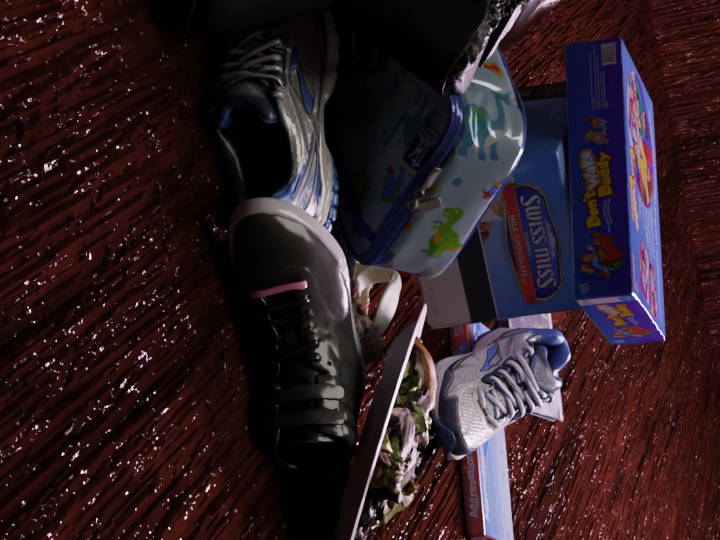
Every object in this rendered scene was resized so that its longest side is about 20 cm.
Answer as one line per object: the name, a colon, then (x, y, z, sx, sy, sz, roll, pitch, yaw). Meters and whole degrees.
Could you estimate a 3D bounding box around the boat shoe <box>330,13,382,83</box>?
boat shoe: (-0.015, -0.219, 1.367, 0.074, 0.092, 0.202, 24, 69, -52)

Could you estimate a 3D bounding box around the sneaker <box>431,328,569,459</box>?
sneaker: (0.122, 0.094, 1.679, 0.200, 0.085, 0.078, -44, 116, -56)

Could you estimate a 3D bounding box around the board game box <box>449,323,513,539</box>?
board game box: (0.110, 0.146, 1.778, 0.103, 0.019, 0.202, 38, 46, -67)

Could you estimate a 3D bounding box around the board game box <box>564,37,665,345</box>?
board game box: (0.196, -0.058, 1.505, 0.134, 0.044, 0.202, 43, 44, -64)

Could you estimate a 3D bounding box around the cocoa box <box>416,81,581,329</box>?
cocoa box: (0.122, -0.058, 1.566, 0.200, 0.130, 0.135, -57, 137, -64)

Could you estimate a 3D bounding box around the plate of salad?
plate of salad: (0.024, 0.122, 1.356, 0.200, 0.048, 0.202, 18, 90, -87)

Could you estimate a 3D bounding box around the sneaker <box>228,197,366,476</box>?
sneaker: (-0.038, 0.050, 1.260, 0.100, 0.070, 0.201, -87, 164, -47)

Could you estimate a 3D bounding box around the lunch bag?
lunch bag: (0.033, -0.104, 1.379, 0.082, 0.161, 0.201, 13, 40, -28)

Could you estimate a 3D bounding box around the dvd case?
dvd case: (0.174, 0.075, 2.027, 0.200, 0.016, 0.150, 26, 57, -70)

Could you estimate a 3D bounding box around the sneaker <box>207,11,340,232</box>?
sneaker: (-0.059, -0.116, 1.281, 0.085, 0.076, 0.202, 9, 71, -65)

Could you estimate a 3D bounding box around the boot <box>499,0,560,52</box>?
boot: (0.128, -0.203, 1.508, 0.189, 0.068, 0.200, -52, 176, -32)

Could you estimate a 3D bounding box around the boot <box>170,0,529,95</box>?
boot: (-0.001, -0.171, 1.242, 0.200, 0.168, 0.077, -42, 165, -43)

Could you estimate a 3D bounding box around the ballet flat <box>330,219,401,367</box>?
ballet flat: (0.000, 0.000, 1.424, 0.076, 0.063, 0.201, 72, 18, -46)

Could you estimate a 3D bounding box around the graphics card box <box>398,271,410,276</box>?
graphics card box: (0.032, -0.109, 1.606, 0.201, 0.050, 0.126, -82, 156, -46)
